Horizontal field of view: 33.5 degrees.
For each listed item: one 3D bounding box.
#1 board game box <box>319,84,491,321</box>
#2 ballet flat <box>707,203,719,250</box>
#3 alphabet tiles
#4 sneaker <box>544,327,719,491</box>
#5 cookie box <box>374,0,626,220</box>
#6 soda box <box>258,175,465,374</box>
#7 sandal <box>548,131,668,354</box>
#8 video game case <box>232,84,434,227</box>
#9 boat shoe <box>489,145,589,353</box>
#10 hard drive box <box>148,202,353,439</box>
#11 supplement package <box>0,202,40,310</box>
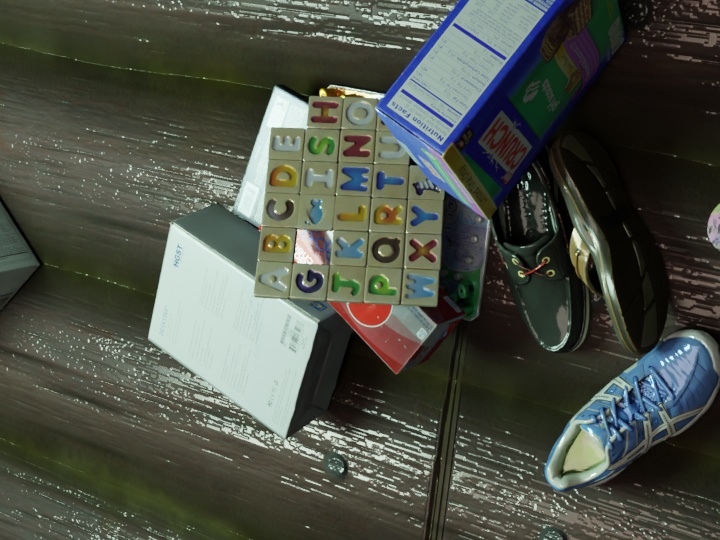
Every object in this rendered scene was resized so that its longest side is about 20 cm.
[{"bbox_3d":[0.034,-0.067,1.165,0.200,0.026,0.201,15,106,29],"label":"board game box"},{"bbox_3d":[0.366,-0.034,0.939,0.200,0.071,0.069,3,102,31],"label":"ballet flat"},{"bbox_3d":[-0.006,-0.067,1.097,0.167,0.008,0.201,3,73,5],"label":"alphabet tiles"},{"bbox_3d":[0.239,0.130,1.045,0.076,0.077,0.200,47,118,18],"label":"sneaker"},{"bbox_3d":[0.120,-0.160,0.970,0.075,0.171,0.200,38,90,23],"label":"cookie box"},{"bbox_3d":[0.000,0.000,1.125,0.200,0.063,0.070,47,118,16],"label":"soda box"},{"bbox_3d":[0.207,-0.022,1.039,0.055,0.082,0.200,-30,84,49],"label":"sandal"},{"bbox_3d":[-0.027,-0.075,1.175,0.200,0.019,0.143,31,114,22],"label":"video game case"},{"bbox_3d":[0.155,-0.019,1.079,0.073,0.063,0.202,-10,95,30],"label":"boat shoe"},{"bbox_3d":[-0.113,0.050,1.231,0.200,0.077,0.156,33,126,22],"label":"hard drive box"},{"bbox_3d":[-0.526,-0.033,1.443,0.152,0.151,0.200,-42,77,31],"label":"supplement package"}]
